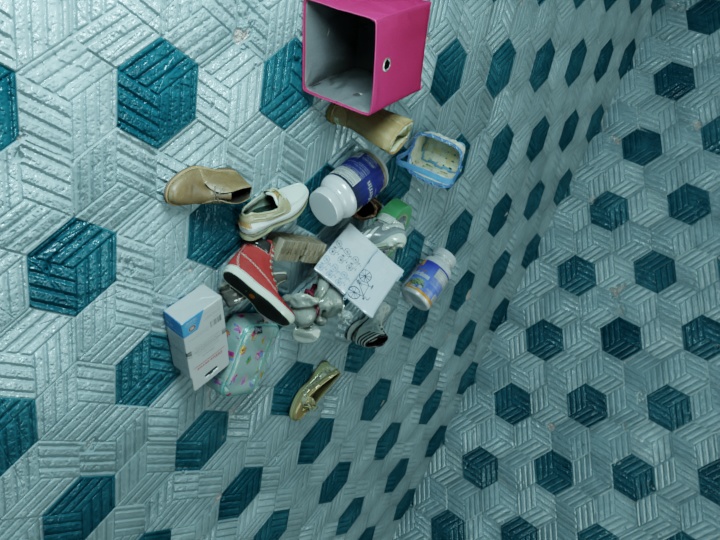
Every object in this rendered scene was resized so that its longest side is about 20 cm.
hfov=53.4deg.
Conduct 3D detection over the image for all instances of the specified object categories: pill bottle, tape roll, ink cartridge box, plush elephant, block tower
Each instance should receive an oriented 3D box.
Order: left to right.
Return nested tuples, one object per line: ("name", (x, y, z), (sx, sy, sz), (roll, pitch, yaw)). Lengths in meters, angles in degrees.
("ink cartridge box", (-0.355, 0.149, 1.564), (0.115, 0.066, 0.204), (-37, 142, -39))
("block tower", (-0.157, -0.055, 1.740), (0.199, 0.057, 0.055), (3, 112, -62))
("plush elephant", (-0.127, 0.088, 1.814), (0.152, 0.200, 0.168), (-9, 124, -29))
("pill bottle", (-0.029, -0.203, 1.765), (0.200, 0.114, 0.117), (-42, 146, -32))
("tape roll", (0.075, -0.107, 2.051), (0.202, 0.048, 0.202), (-53, 164, -22))
("pill bottle", (0.238, 0.024, 2.416), (0.201, 0.111, 0.113), (-53, 151, -19))

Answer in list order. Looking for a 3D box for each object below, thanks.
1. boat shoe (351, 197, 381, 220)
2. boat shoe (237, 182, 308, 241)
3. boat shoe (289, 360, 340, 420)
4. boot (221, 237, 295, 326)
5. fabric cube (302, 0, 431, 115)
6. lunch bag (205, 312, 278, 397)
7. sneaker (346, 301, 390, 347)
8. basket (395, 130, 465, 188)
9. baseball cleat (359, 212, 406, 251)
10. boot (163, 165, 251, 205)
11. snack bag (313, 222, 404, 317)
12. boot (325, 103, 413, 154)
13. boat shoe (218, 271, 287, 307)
("boat shoe", (0.009, -0.166, 1.911), (0.199, 0.069, 0.072), (-3, 114, -60))
("boat shoe", (-0.188, -0.144, 1.588), (0.199, 0.074, 0.069), (-42, 152, -33))
("boat shoe", (-0.138, 0.364, 2.122), (0.202, 0.062, 0.074), (-56, 152, -12))
("boot", (-0.201, 0.017, 1.606), (0.200, 0.072, 0.146), (45, 50, -20))
("fabric cube", (0.011, -0.473, 1.512), (0.198, 0.197, 0.200), (-34, 140, -42))
("lunch bag", (-0.279, 0.201, 1.728), (0.159, 0.076, 0.204), (11, 105, -61))
("sneaker", (0.056, 0.181, 2.238), (0.200, 0.114, 0.077), (-38, 144, -38))
("basket", (0.209, -0.307, 2.016), (0.200, 0.173, 0.142), (-37, 149, -57))
("baseball cleat", (0.027, -0.098, 1.930), (0.070, 0.194, 0.109), (76, 14, -68))
("boot", (-0.293, -0.160, 1.399), (0.198, 0.075, 0.075), (-20, 133, -51))
("snack bag", (0.000, 0.000, 1.827), (0.189, 0.199, 0.021), (-51, -175, -36))
("boot", (0.041, -0.368, 1.650), (0.177, 0.198, 0.066), (-54, 151, -14))
("boat shoe", (-0.243, 0.045, 1.653), (0.198, 0.066, 0.058), (-10, 80, -50))
